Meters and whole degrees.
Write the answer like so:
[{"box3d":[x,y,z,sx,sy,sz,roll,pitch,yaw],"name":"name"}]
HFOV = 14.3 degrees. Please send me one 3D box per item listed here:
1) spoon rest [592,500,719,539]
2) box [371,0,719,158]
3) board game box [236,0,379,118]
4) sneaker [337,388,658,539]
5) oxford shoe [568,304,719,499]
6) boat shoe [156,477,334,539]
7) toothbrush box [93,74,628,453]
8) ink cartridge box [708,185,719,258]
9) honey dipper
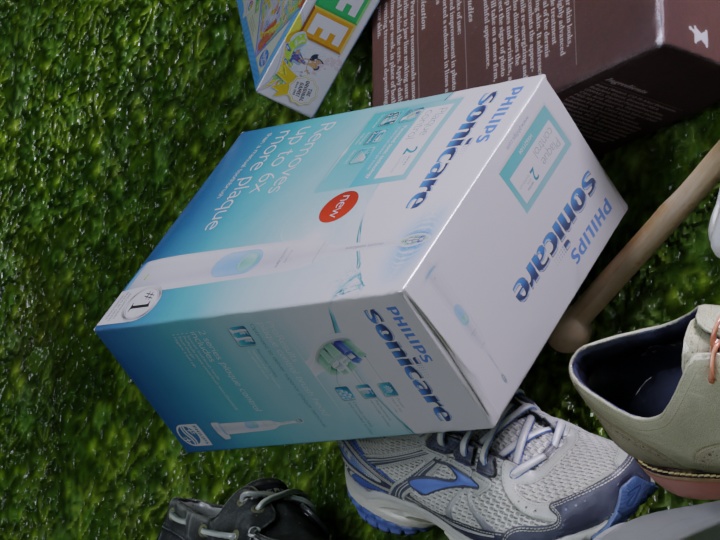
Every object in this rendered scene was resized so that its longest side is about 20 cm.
[{"box3d":[0.146,0.105,1.197,0.061,0.099,0.200,36,94,34],"name":"spoon rest"},{"box3d":[0.093,-0.109,1.346,0.200,0.075,0.100,-24,59,48],"name":"box"},{"box3d":[-0.017,-0.176,1.482,0.135,0.034,0.200,-60,17,19],"name":"board game box"},{"box3d":[0.049,0.081,1.301,0.200,0.077,0.085,4,125,51],"name":"sneaker"},{"box3d":[0.160,0.047,1.086,0.200,0.074,0.071,-15,49,49],"name":"oxford shoe"},{"box3d":[-0.052,0.139,1.440,0.200,0.072,0.071,-6,77,53],"name":"boat shoe"},{"box3d":[0.000,0.000,1.308,0.200,0.085,0.146,-6,38,44],"name":"toothbrush box"},{"box3d":[0.246,-0.049,1.118,0.200,0.083,0.145,18,92,53],"name":"ink cartridge box"},{"box3d":[0.146,-0.031,1.286,0.200,0.038,0.038,-52,42,33],"name":"honey dipper"}]
